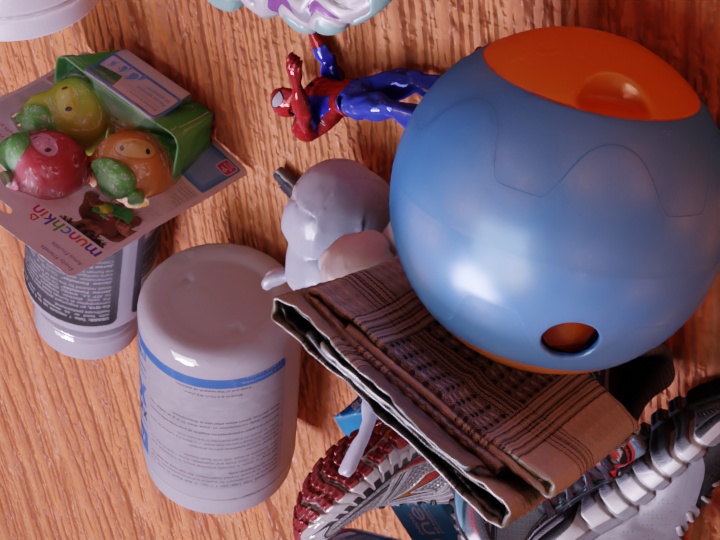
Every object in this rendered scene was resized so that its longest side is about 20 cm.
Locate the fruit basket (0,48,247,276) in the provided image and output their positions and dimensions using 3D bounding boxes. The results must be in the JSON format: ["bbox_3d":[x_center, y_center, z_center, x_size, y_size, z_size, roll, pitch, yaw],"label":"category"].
[{"bbox_3d":[-0.213,-0.091,1.458,0.185,0.200,0.094,36,129,22],"label":"fruit basket"}]

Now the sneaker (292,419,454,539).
[{"bbox_3d":[0.038,0.150,1.410,0.082,0.199,0.078,56,-176,-20],"label":"sneaker"}]

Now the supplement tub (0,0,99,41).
[{"bbox_3d":[-0.262,-0.284,1.388,0.131,0.132,0.201,27,141,31],"label":"supplement tub"}]

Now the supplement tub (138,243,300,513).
[{"bbox_3d":[-0.115,0.089,1.560,0.132,0.132,0.201,33,142,24],"label":"supplement tub"}]

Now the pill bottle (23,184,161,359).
[{"bbox_3d":[-0.227,-0.021,1.614,0.114,0.114,0.201,38,144,18],"label":"pill bottle"}]

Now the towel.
[{"bbox_3d":[0.064,0.057,1.139,0.192,0.200,0.035,42,117,15],"label":"towel"}]

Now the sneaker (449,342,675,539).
[{"bbox_3d":[0.134,0.107,1.234,0.095,0.200,0.079,9,144,44],"label":"sneaker"}]

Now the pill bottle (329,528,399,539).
[{"bbox_3d":[0.029,0.261,1.436,0.114,0.114,0.200,60,157,-14],"label":"pill bottle"}]

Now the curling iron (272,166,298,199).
[{"bbox_3d":[0.000,0.000,1.446,0.200,0.026,0.050,48,144,5],"label":"curling iron"}]

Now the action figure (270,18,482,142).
[{"bbox_3d":[-0.007,-0.138,1.289,0.199,0.065,0.099,-3,128,50],"label":"action figure"}]

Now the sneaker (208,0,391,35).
[{"bbox_3d":[-0.069,-0.225,1.232,0.199,0.078,0.140,10,151,44],"label":"sneaker"}]

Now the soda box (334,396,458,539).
[{"bbox_3d":[0.067,0.175,1.501,0.068,0.064,0.201,-16,109,55],"label":"soda box"}]

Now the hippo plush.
[{"bbox_3d":[0.023,0.002,1.357,0.161,0.158,0.201,-128,28,-50],"label":"hippo plush"}]

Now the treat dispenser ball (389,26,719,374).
[{"bbox_3d":[0.116,-0.040,1.113,0.200,0.201,0.202,30,142,28],"label":"treat dispenser ball"}]

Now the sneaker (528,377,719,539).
[{"bbox_3d":[0.214,0.163,1.277,0.115,0.075,0.200,45,116,-10],"label":"sneaker"}]
